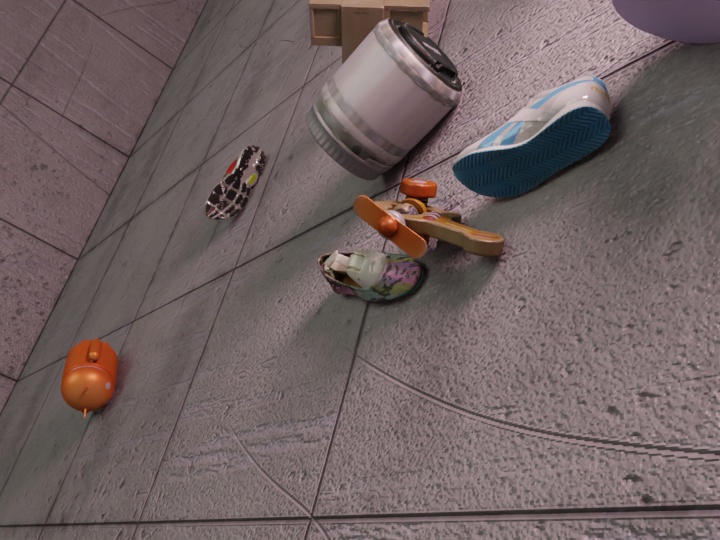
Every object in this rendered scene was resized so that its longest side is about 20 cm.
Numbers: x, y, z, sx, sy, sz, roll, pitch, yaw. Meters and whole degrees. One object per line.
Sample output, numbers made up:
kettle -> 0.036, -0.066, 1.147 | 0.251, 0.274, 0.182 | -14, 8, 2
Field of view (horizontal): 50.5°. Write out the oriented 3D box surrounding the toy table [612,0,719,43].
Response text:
toy table -> 0.322, -0.296, 0.703 | 0.117, 0.184, 0.200 | -65, 17, 6

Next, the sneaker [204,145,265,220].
sneaker -> -0.276, -0.183, 1.671 | 0.085, 0.077, 0.200 | -15, 38, 59

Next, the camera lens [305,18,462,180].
camera lens -> 0.037, -0.252, 1.124 | 0.200, 0.160, 0.160 | -44, 30, 24

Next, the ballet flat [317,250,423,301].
ballet flat -> 0.000, 0.000, 1.019 | 0.200, 0.071, 0.069 | 2, 62, 59

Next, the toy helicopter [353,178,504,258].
toy helicopter -> 0.080, -0.053, 0.901 | 0.200, 0.132, 0.079 | 24, 112, 46

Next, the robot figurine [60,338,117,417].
robot figurine -> -0.608, 0.238, 1.718 | 0.144, 0.117, 0.200 | -36, 30, 8

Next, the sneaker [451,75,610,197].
sneaker -> 0.193, -0.148, 0.867 | 0.200, 0.077, 0.081 | -22, 35, 39

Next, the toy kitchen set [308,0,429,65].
toy kitchen set -> 0.019, -0.441, 1.366 | 0.163, 0.200, 0.181 | 90, -177, -47
